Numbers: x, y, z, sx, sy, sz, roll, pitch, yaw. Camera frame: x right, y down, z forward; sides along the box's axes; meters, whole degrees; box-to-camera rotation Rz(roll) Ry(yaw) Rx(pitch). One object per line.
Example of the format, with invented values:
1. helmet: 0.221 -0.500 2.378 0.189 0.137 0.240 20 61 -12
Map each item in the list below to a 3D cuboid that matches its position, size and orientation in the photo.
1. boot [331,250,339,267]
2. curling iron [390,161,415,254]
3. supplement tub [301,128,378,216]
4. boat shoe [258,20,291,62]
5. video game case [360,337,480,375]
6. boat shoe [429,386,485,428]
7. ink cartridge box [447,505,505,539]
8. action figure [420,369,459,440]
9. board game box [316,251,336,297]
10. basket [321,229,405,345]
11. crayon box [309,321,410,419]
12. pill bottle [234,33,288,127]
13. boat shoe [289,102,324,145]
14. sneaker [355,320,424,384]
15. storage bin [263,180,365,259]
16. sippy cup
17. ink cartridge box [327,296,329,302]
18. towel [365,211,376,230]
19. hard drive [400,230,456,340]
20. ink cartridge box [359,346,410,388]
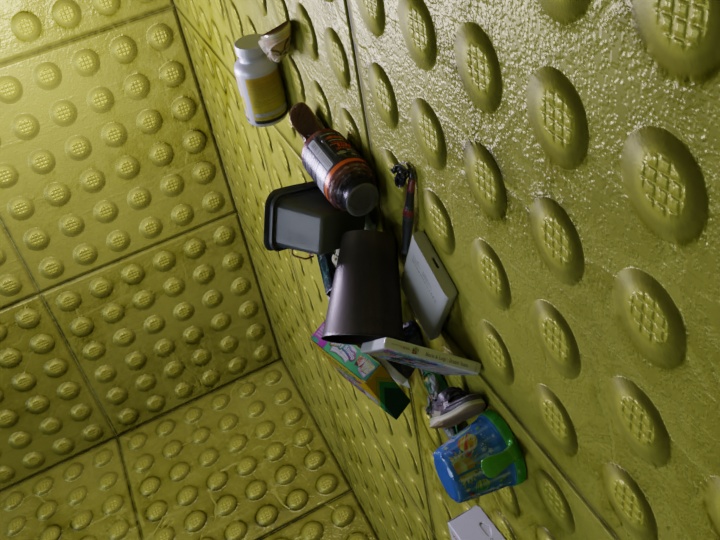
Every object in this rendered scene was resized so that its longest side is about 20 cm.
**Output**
1. boot: 0.000 0.000 1.672 0.156 0.071 0.201 52 167 18
2. curling iron: 0.080 -0.107 1.336 0.050 0.025 0.203 46 154 40
3. supplement tub: -0.036 -0.189 1.498 0.201 0.105 0.109 53 161 44
4. boat shoe: -0.178 -0.493 1.659 0.066 0.071 0.200 61 171 -15
5. video game case: 0.104 0.159 1.392 0.200 0.178 0.024 147 139 -76
6. boat shoe: 0.175 0.252 1.434 0.200 0.070 0.066 121 141 -66
7. ink cartridge box: 0.269 0.639 1.643 0.146 0.081 0.204 -136 27 -60
8. action figure: 0.164 0.279 1.567 0.118 0.053 0.205 130 121 -78
9. board game box: -0.041 0.026 1.774 0.135 0.028 0.202 40 -161 -30
10. basket: 0.012 0.035 1.474 0.177 0.135 0.206 -5 75 38
11. crayon box: -0.002 0.218 1.663 0.199 0.059 0.173 32 166 42
12. pill bottle: -0.247 -0.465 1.865 0.112 0.110 0.203 52 159 46
13. boat shoe: -0.090 -0.276 1.679 0.203 0.071 0.072 60 -165 18
14. sneaker: 0.055 0.129 1.588 0.200 0.112 0.073 46 174 -16
15. storage bin: -0.085 -0.090 1.550 0.132 0.198 0.150 17 112 32
16. sippy cup: 0.202 0.336 1.338 0.141 0.128 0.180 55 161 39
17. ink cartridge box: -0.007 0.110 1.885 0.200 0.081 0.149 50 158 50
18. towel: -0.011 -0.122 1.678 0.155 0.023 0.201 63 164 18
19. hard drive: 0.121 0.032 1.397 0.201 0.026 0.134 98 148 -64
20. ink cartridge box: 0.046 0.189 1.747 0.157 0.048 0.201 23 159 20
